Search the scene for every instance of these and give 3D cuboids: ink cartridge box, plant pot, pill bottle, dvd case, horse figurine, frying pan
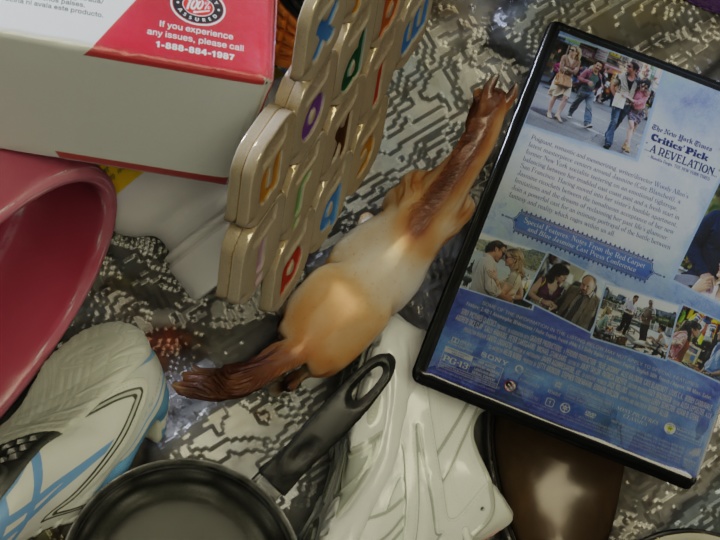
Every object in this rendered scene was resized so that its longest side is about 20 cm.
[{"bbox_3d":[-0.111,-0.151,1.013,0.143,0.084,0.201,9,58,-12],"label":"ink cartridge box"},{"bbox_3d":[-0.238,-0.015,1.060,0.179,0.200,0.200,36,77,11],"label":"plant pot"},{"bbox_3d":[-0.103,-0.091,1.126,0.112,0.112,0.201,-35,90,-13],"label":"pill bottle"},{"bbox_3d":[0.124,-0.011,1.135,0.142,0.018,0.201,21,70,4],"label":"dvd case"},{"bbox_3d":[0.000,0.000,1.124,0.050,0.133,0.200,46,77,-5],"label":"horse figurine"},{"bbox_3d":[-0.069,0.108,1.087,0.114,0.031,0.191,22,84,-9],"label":"frying pan"}]

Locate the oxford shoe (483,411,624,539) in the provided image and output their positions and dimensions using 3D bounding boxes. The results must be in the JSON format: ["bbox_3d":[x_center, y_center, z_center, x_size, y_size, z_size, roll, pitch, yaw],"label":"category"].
[{"bbox_3d":[0.106,0.057,1.164,0.072,0.084,0.202,7,83,-12],"label":"oxford shoe"}]

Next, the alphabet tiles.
[{"bbox_3d":[-0.011,-0.080,1.024,0.015,0.196,0.200,23,51,11],"label":"alphabet tiles"}]

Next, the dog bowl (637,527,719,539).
[{"bbox_3d":[0.137,0.226,1.122,0.199,0.074,0.202,9,76,-38],"label":"dog bowl"}]

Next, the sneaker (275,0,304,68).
[{"bbox_3d":[-0.009,-0.162,1.131,0.091,0.076,0.201,9,39,-17],"label":"sneaker"}]

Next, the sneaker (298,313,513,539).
[{"bbox_3d":[0.023,0.126,1.138,0.099,0.078,0.201,17,86,-10],"label":"sneaker"}]

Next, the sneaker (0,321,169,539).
[{"bbox_3d":[-0.151,0.099,1.078,0.200,0.072,0.073,-43,123,-44],"label":"sneaker"}]

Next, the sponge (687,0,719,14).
[{"bbox_3d":[0.188,-0.196,1.239,0.199,0.030,0.112,24,79,-7],"label":"sponge"}]
